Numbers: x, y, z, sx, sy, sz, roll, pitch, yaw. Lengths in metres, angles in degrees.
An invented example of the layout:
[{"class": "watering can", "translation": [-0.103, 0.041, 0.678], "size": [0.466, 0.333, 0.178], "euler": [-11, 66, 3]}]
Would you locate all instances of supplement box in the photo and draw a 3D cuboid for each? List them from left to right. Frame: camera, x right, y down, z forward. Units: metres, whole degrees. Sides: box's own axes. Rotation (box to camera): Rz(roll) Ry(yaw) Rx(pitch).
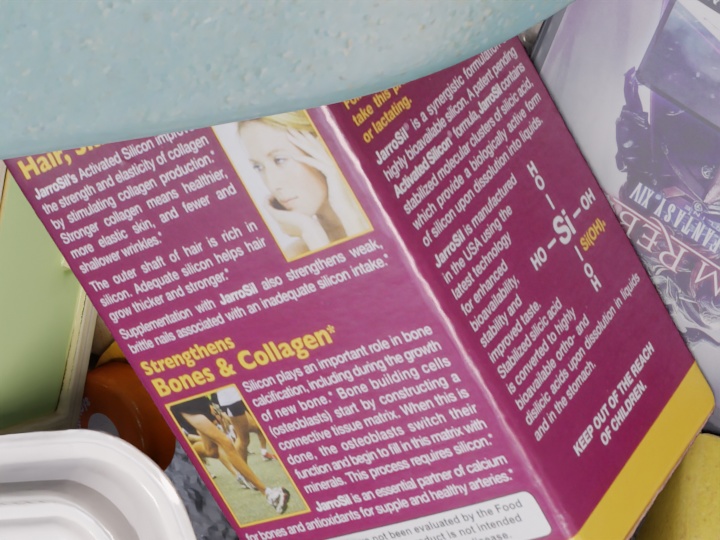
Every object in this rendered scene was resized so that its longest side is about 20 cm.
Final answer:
[{"class": "supplement box", "translation": [0.000, 0.000, 0.632], "size": [0.130, 0.103, 0.201], "euler": [-17, 109, 41]}]

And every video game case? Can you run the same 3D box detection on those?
[{"class": "video game case", "translation": [0.114, -0.036, 0.607], "size": [0.142, 0.019, 0.201], "euler": [34, 135, 14]}]

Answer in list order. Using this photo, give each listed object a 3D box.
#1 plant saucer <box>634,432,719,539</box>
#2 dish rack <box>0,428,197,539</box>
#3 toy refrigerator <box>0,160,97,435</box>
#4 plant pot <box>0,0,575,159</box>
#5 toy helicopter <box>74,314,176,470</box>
[{"class": "plant saucer", "translation": [0.161, 0.177, 0.692], "size": [0.199, 0.048, 0.201], "euler": [33, 140, 16]}, {"class": "dish rack", "translation": [-0.113, 0.155, 0.678], "size": [0.170, 0.044, 0.201], "euler": [-8, 111, 31]}, {"class": "toy refrigerator", "translation": [-0.125, -0.038, 0.692], "size": [0.070, 0.076, 0.202], "euler": [21, 108, 28]}, {"class": "plant pot", "translation": [-0.013, -0.159, 0.470], "size": [0.197, 0.198, 0.197], "euler": [-108, 22, -43]}, {"class": "toy helicopter", "translation": [-0.094, -0.027, 0.759], "size": [0.132, 0.079, 0.201], "euler": [27, 124, 33]}]
